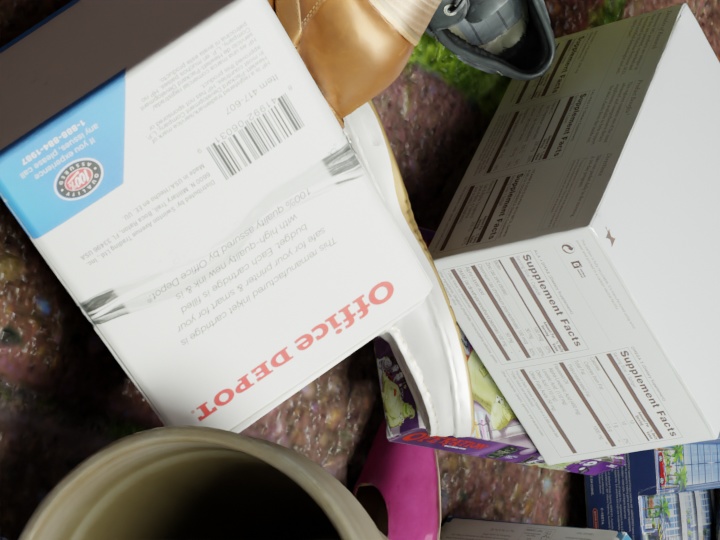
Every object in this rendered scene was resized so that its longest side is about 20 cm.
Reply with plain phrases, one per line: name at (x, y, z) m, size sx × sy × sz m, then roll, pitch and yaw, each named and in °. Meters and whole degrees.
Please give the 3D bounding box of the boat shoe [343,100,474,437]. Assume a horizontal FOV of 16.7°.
boat shoe at (0.000, 0.000, 1.271) m, size 0.069 × 0.071 × 0.201 m, roll -22°, pitch 89°, yaw -9°

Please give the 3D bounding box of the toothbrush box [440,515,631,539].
toothbrush box at (0.129, 0.239, 1.403) m, size 0.200 × 0.146 × 0.085 m, roll 52°, pitch 58°, yaw -28°

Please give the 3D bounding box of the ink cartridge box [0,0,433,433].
ink cartridge box at (-0.077, -0.035, 1.142) m, size 0.146 × 0.084 × 0.200 m, roll -34°, pitch 129°, yaw -4°

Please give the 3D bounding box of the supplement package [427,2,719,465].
supplement package at (0.144, -0.020, 1.372) m, size 0.156 × 0.110 × 0.200 m, roll 56°, pitch 41°, yaw -27°

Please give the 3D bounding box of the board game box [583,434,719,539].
board game box at (0.225, 0.131, 1.548) m, size 0.199 × 0.062 × 0.201 m, roll -2°, pitch 87°, yaw -45°

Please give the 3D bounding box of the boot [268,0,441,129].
boot at (-0.064, -0.146, 1.187) m, size 0.200 × 0.074 × 0.155 m, roll 36°, pitch 101°, yaw -11°

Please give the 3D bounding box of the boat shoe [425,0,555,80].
boat shoe at (0.057, -0.154, 1.291) m, size 0.074 × 0.066 × 0.199 m, roll -44°, pitch 151°, yaw -7°

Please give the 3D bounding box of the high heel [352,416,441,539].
high heel at (-0.015, 0.161, 1.321) m, size 0.096 × 0.067 × 0.201 m, roll 15°, pitch 70°, yaw -21°

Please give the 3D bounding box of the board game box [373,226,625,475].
board game box at (0.077, 0.047, 1.389) m, size 0.200 × 0.032 × 0.121 m, roll 13°, pitch 58°, yaw -50°

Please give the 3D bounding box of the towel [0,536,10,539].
towel at (-0.172, 0.200, 1.162) m, size 0.200 × 0.024 × 0.146 m, roll 21°, pitch 80°, yaw -49°

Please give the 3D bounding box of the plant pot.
plant pot at (-0.048, 0.179, 1.172) m, size 0.173 × 0.199 × 0.201 m, roll 17°, pitch 84°, yaw -66°
